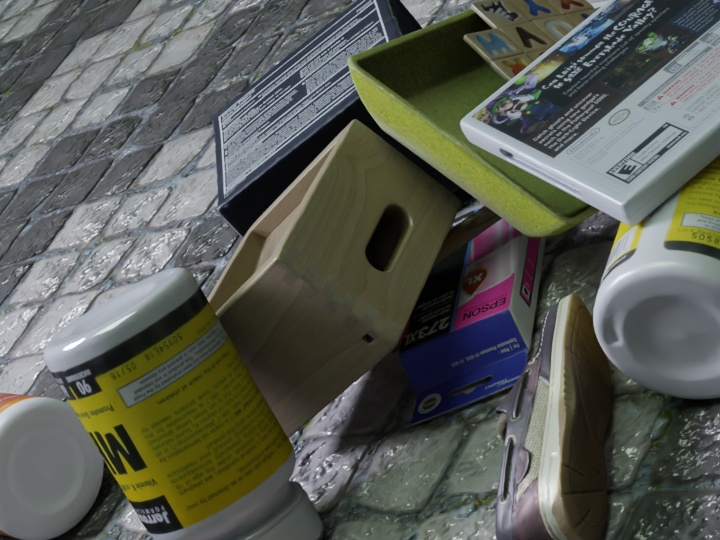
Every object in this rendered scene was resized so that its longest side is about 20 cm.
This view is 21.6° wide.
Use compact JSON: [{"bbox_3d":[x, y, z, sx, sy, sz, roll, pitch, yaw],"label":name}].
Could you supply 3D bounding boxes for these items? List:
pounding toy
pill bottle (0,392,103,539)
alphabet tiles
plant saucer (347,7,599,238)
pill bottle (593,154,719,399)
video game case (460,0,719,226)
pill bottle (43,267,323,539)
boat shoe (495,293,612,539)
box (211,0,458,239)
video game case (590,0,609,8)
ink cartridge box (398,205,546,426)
[{"bbox_3d":[0.000,0.000,1.342,0.184,0.142,0.200,-43,14,44],"label":"pounding toy"},{"bbox_3d":[-0.304,0.154,1.535,0.200,0.112,0.112,1,45,52],"label":"pill bottle"},{"bbox_3d":[0.176,-0.146,1.376,0.166,0.006,0.200,-15,48,-34],"label":"alphabet tiles"},{"bbox_3d":[0.110,-0.100,1.342,0.200,0.200,0.048,-29,-29,-50],"label":"plant saucer"},{"bbox_3d":[0.218,-0.025,1.175,0.111,0.111,0.200,-17,33,35],"label":"pill bottle"},{"bbox_3d":[0.188,-0.122,1.203,0.200,0.023,0.182,-39,36,-12],"label":"video game case"},{"bbox_3d":[-0.113,0.109,1.248,0.114,0.200,0.114,-29,10,6],"label":"pill bottle"},{"bbox_3d":[0.114,0.093,1.162,0.065,0.072,0.200,-19,37,23],"label":"boat shoe"},{"bbox_3d":[-0.011,-0.111,1.579,0.200,0.123,0.198,-37,25,13],"label":"box"},{"bbox_3d":[0.214,-0.161,1.507,0.200,0.022,0.182,0,44,51],"label":"video game case"},{"bbox_3d":[0.081,0.022,1.360,0.095,0.037,0.200,-24,31,26],"label":"ink cartridge box"}]
